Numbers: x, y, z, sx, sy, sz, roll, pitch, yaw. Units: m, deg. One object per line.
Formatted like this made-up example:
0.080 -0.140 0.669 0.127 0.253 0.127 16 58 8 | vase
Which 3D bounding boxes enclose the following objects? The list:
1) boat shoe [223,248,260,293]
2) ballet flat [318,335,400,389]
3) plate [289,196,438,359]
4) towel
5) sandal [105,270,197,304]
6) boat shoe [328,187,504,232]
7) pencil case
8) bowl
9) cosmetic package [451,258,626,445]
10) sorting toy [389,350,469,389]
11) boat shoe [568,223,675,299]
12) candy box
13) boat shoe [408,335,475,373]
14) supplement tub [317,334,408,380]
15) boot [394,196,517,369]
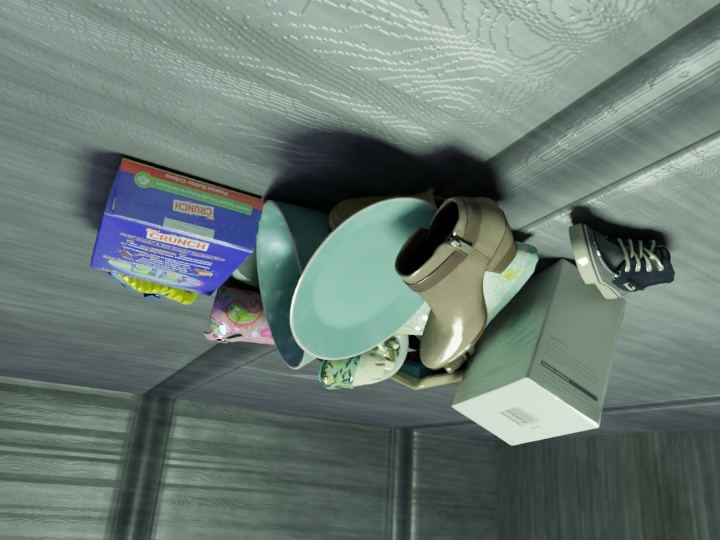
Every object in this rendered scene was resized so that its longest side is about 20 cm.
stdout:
-0.133 0.023 0.876 0.199 0.072 0.090 28 150 -33 | boat shoe
0.010 0.117 0.746 0.073 0.075 0.200 -4 -175 19 | ballet flat
0.009 0.008 0.586 0.026 0.201 0.200 44 -172 39 | plate
0.121 0.024 0.762 0.169 0.049 0.201 6 140 -16 | towel
-0.332 0.004 0.850 0.086 0.080 0.200 1 158 19 | sandal
0.065 -0.064 0.629 0.197 0.072 0.076 2 145 -14 | boat shoe
-0.118 0.074 0.800 0.197 0.089 0.088 6 159 4 | pencil case
-0.053 0.011 0.689 0.104 0.203 0.201 -8 165 -24 | bowl
0.257 0.124 0.821 0.122 0.201 0.199 33 149 -5 | cosmetic package
0.116 0.159 0.971 0.183 0.037 0.199 -3 -177 -32 | sorting toy
0.324 -0.019 0.685 0.092 0.076 0.199 -18 159 31 | boat shoe
-0.236 -0.044 0.704 0.167 0.078 0.200 16 157 -25 | candy box
0.098 0.103 0.923 0.199 0.060 0.072 30 159 46 | boat shoe
-0.017 0.109 0.946 0.121 0.124 0.199 16 175 -28 | supplement tub
0.087 0.014 0.594 0.145 0.201 0.070 17 -164 -47 | boot
